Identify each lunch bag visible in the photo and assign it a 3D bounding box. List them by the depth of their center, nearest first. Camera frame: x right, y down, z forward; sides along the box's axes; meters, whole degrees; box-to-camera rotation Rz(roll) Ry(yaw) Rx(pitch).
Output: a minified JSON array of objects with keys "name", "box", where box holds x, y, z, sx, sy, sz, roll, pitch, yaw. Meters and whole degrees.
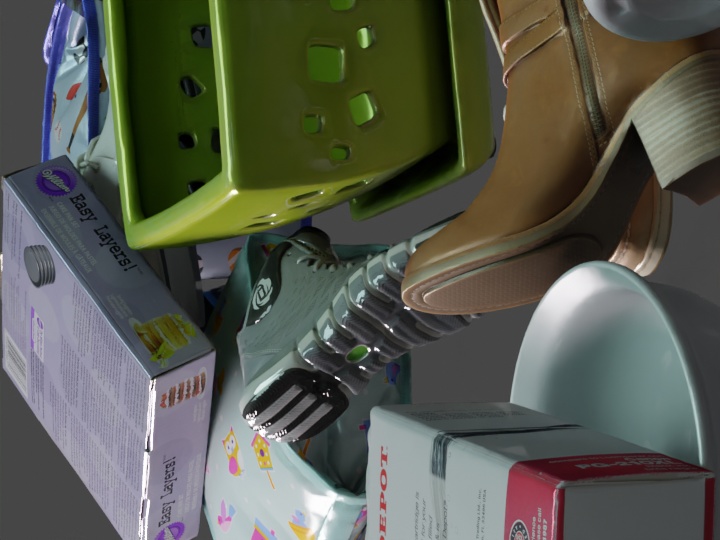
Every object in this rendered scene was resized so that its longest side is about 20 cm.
[{"name":"lunch bag","box":[-0.033,0.105,1.816,0.171,0.121,0.201,116,150,-47]},{"name":"lunch bag","box":[-0.119,-0.103,1.944,0.124,0.169,0.201,-143,52,-58]}]

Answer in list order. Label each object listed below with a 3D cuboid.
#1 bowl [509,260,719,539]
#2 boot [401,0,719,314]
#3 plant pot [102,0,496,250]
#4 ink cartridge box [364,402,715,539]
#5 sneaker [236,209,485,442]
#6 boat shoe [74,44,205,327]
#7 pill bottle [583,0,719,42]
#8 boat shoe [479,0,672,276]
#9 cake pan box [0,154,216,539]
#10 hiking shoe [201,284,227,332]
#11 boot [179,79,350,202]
[{"name":"bowl","box":[0.151,0.095,1.404,0.201,0.090,0.202,179,90,-68]},{"name":"boot","box":[0.090,-0.078,1.463,0.074,0.199,0.155,38,-153,-61]},{"name":"plant pot","box":[-0.033,-0.124,1.716,0.199,0.181,0.201,158,109,-66]},{"name":"ink cartridge box","box":[0.078,0.147,1.360,0.200,0.084,0.146,-163,73,-65]},{"name":"sneaker","box":[0.000,0.000,1.697,0.200,0.075,0.116,-36,41,17]},{"name":"boat shoe","box":[-0.146,-0.052,1.849,0.071,0.069,0.201,-95,-4,-65]},{"name":"pill bottle","box":[0.129,-0.217,1.404,0.112,0.112,0.201,117,143,-49]},{"name":"boat shoe","box":[0.105,-0.084,1.529,0.074,0.069,0.201,118,143,-50]},{"name":"cake pan box","box":[-0.161,0.059,1.841,0.184,0.052,0.201,52,151,32]},{"name":"hiking shoe","box":[-0.091,0.096,1.991,0.074,0.086,0.201,-139,48,-60]},{"name":"boot","box":[-0.058,-0.130,1.839,0.068,0.130,0.201,134,130,-59]}]
